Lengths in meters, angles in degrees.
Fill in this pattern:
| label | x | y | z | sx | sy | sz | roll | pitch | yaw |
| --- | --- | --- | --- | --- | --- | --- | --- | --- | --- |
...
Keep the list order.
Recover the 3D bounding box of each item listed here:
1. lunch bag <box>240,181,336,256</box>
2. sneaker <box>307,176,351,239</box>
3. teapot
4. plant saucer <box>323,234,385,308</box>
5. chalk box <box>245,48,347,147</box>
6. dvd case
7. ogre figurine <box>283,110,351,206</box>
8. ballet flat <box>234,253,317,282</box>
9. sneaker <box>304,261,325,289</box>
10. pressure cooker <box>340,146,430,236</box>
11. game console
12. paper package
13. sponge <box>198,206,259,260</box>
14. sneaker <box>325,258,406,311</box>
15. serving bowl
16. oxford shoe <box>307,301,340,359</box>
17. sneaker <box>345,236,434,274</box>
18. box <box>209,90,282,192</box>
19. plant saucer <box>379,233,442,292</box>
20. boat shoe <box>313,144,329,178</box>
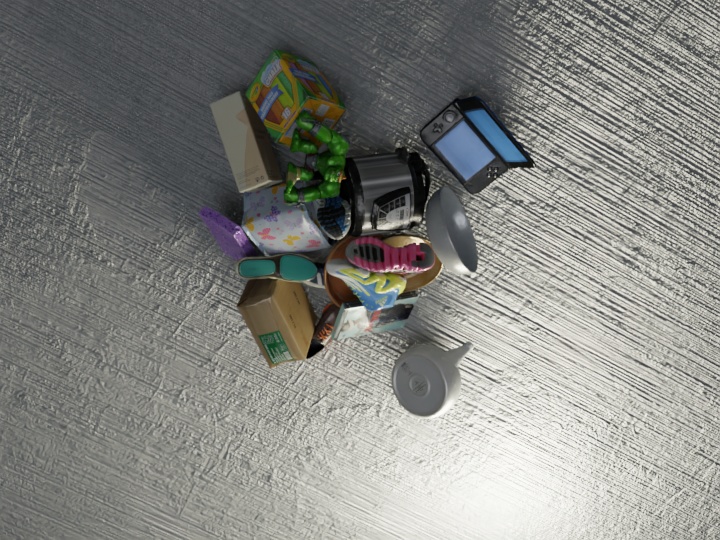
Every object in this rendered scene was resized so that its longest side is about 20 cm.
| label | x | y | z | sx | sy | sz | roll | pitch | yaw |
| --- | --- | --- | --- | --- | --- | --- | --- | --- | --- |
| lunch bag | -0.163 | -0.109 | 1.607 | 0.167 | 0.129 | 0.200 | -12 | 145 | 16 |
| sneaker | -0.061 | -0.119 | 1.479 | 0.074 | 0.201 | 0.087 | -13 | 130 | -6 |
| teapot | 0.182 | 0.279 | 1.776 | 0.198 | 0.145 | 0.200 | 5 | 101 | 34 |
| plant saucer | 0.000 | 0.000 | 1.653 | 0.198 | 0.037 | 0.203 | -8 | 110 | -22 |
| chalk box | -0.146 | -0.368 | 1.435 | 0.125 | 0.123 | 0.201 | -49 | 60 | 27 |
| dvd case | 0.034 | 0.111 | 1.685 | 0.197 | 0.022 | 0.147 | -7 | 146 | -22 |
| ogre figurine | -0.087 | -0.220 | 1.399 | 0.118 | 0.098 | 0.203 | 4 | 107 | -14 |
| ballet flat | -0.199 | -0.011 | 1.617 | 0.197 | 0.062 | 0.068 | 4 | 98 | -20 |
| sneaker | -0.077 | 0.002 | 1.689 | 0.198 | 0.075 | 0.085 | 26 | 121 | -21 |
| pressure cooker | 0.058 | -0.172 | 1.500 | 0.197 | 0.176 | 0.181 | -8 | 86 | -16 |
| game console | 0.246 | -0.260 | 1.468 | 0.170 | 0.119 | 0.200 | -38 | 108 | 25 |
| paper package | -0.202 | 0.103 | 1.695 | 0.102 | 0.191 | 0.202 | -15 | 118 | 17 |
| sponge | -0.303 | -0.071 | 1.620 | 0.111 | 0.030 | 0.200 | 30 | 163 | 20 |
| sneaker | 0.007 | 0.040 | 1.559 | 0.197 | 0.076 | 0.106 | 12 | 104 | -19 |
| serving bowl | 0.194 | -0.082 | 1.532 | 0.065 | 0.201 | 0.201 | -19 | 116 | 24 |
| oxford shoe | -0.083 | 0.153 | 1.775 | 0.071 | 0.073 | 0.201 | 31 | 119 | -9 |
| sneaker | 0.062 | -0.022 | 1.528 | 0.197 | 0.080 | 0.095 | 7 | 164 | -5 |
| box | -0.248 | -0.278 | 1.502 | 0.077 | 0.095 | 0.203 | -18 | 94 | 15 |
| plant saucer | 0.093 | -0.024 | 1.603 | 0.197 | 0.036 | 0.202 | -2 | 139 | -2 |
| boat shoe | -0.084 | -0.247 | 1.550 | 0.074 | 0.069 | 0.202 | -12 | 117 | 14 |
